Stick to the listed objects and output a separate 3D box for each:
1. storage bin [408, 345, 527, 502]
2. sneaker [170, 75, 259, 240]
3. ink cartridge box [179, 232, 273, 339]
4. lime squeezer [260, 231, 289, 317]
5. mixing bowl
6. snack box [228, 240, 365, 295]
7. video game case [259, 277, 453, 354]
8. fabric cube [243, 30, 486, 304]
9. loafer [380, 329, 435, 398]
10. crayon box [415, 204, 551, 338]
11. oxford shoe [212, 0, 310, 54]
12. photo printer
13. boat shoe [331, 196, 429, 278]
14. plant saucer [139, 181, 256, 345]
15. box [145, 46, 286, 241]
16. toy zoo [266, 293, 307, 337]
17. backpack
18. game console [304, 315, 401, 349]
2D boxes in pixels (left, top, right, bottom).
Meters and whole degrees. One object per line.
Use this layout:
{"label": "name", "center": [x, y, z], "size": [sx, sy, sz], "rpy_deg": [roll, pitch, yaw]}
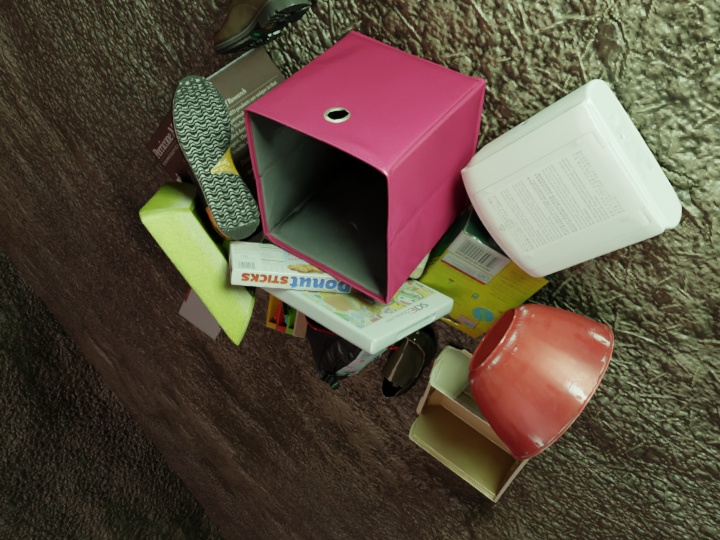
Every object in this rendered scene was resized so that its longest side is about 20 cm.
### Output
{"label": "storage bin", "center": [0.186, 0.250, 1.109], "size": [0.197, 0.094, 0.201], "rpy_deg": [33, 146, 17]}
{"label": "sneaker", "center": [-0.189, -0.132, 0.833], "size": [0.090, 0.069, 0.203], "rpy_deg": [-4, 106, 65]}
{"label": "ink cartridge box", "center": [-0.216, 0.001, 1.177], "size": [0.082, 0.201, 0.147], "rpy_deg": [36, 148, -4]}
{"label": "lime squeezer", "center": [-0.139, -0.022, 1.100], "size": [0.071, 0.037, 0.203], "rpy_deg": [144, 110, -77]}
{"label": "mixing bowl", "center": [0.205, 0.117, 0.836], "size": [0.108, 0.201, 0.200], "rpy_deg": [37, 147, 0]}
{"label": "snack box", "center": [-0.063, -0.002, 0.838], "size": [0.072, 0.196, 0.025], "rpy_deg": [-113, 33, -58]}
{"label": "video game case", "center": [-0.007, 0.026, 0.863], "size": [0.198, 0.181, 0.023], "rpy_deg": [27, 118, 30]}
{"label": "fabric cube", "center": [0.009, -0.126, 0.795], "size": [0.194, 0.199, 0.202], "rpy_deg": [28, 144, 24]}
{"label": "loafer", "center": [0.076, 0.165, 1.155], "size": [0.072, 0.071, 0.202], "rpy_deg": [31, 145, 19]}
{"label": "crayon box", "center": [0.151, 0.009, 0.896], "size": [0.126, 0.051, 0.200], "rpy_deg": [29, 147, -5]}
{"label": "oxford shoe", "center": [-0.137, -0.336, 0.858], "size": [0.199, 0.072, 0.086], "rpy_deg": [-13, 101, 51]}
{"label": "photo printer", "center": [0.211, -0.085, 0.724], "size": [0.167, 0.069, 0.199], "rpy_deg": [53, 142, -8]}
{"label": "boat shoe", "center": [0.009, -0.055, 0.925], "size": [0.198, 0.072, 0.066], "rpy_deg": [30, 116, 27]}
{"label": "plant saucer", "center": [-0.195, -0.027, 0.889], "size": [0.201, 0.047, 0.200], "rpy_deg": [57, -175, -19]}
{"label": "box", "center": [-0.166, -0.169, 0.969], "size": [0.201, 0.164, 0.165], "rpy_deg": [51, 146, -10]}
{"label": "toy zoo", "center": [-0.121, 0.036, 1.130], "size": [0.020, 0.134, 0.199], "rpy_deg": [11, 176, -22]}
{"label": "backpack", "center": [-0.014, 0.082, 1.101], "size": [0.169, 0.125, 0.200], "rpy_deg": [62, 146, 9]}
{"label": "game console", "center": [0.000, 0.000, 0.983], "size": [0.174, 0.031, 0.204], "rpy_deg": [9, 92, 32]}
